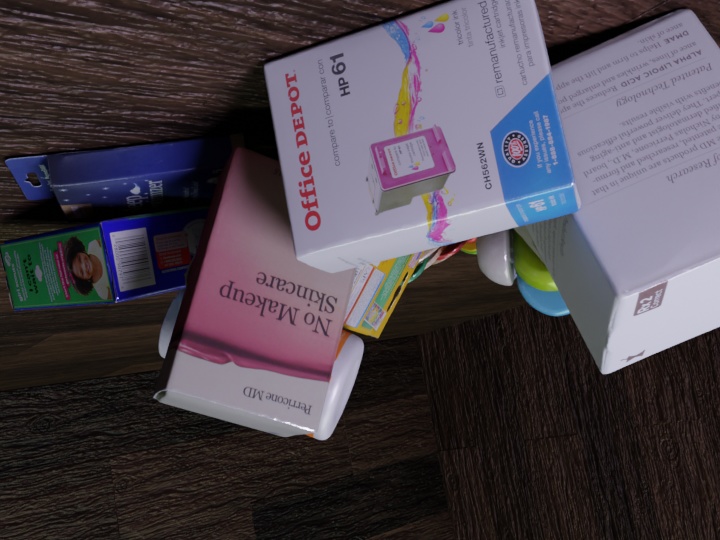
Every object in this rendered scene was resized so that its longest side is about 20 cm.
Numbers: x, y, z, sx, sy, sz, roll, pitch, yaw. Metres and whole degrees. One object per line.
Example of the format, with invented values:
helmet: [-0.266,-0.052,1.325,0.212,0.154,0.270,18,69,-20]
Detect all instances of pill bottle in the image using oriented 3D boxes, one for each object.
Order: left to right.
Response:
pill bottle: [-0.104,0.088,0.857,0.197,0.115,0.113,22,174,8]

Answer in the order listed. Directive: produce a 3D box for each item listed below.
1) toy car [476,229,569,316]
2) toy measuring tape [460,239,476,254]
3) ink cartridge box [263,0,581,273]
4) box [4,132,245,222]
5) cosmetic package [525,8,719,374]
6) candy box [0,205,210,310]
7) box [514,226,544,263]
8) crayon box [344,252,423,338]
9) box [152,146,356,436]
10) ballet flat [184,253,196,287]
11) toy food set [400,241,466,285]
toy car: [0.231,-0.034,0.970,0.171,0.202,0.152,-4,132,15]
toy measuring tape: [0.137,-0.049,1.216,0.197,0.075,0.073,-17,169,28]
ink cartridge box: [0.041,-0.094,0.579,0.196,0.148,0.084,-14,170,17]
box: [-0.204,-0.080,0.736,0.196,0.033,0.121,-8,171,-14]
cosmetic package: [0.228,-0.058,0.659,0.162,0.203,0.165,-23,153,2]
candy box: [-0.233,-0.013,0.817,0.197,0.079,0.168,-8,-176,41]
box: [0.256,-0.089,0.826,0.199,0.078,0.095,-41,170,-2]
crayon box: [0.000,0.000,0.909,0.051,0.127,0.200,28,180,22]
box: [-0.081,0.023,0.681,0.125,0.204,0.109,17,163,-15]
ballet flat: [-0.087,-0.035,0.784,0.200,0.067,0.062,-44,178,-21]
toy food set: [0.067,-0.022,1.110,0.196,0.049,0.200,-29,-168,29]
